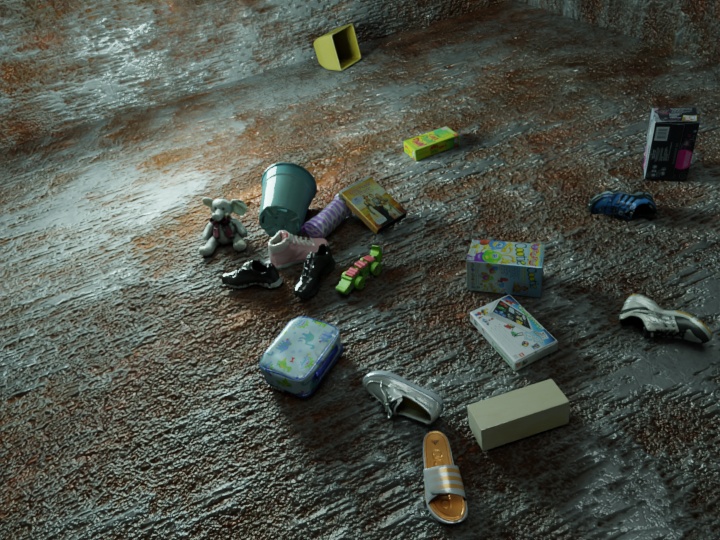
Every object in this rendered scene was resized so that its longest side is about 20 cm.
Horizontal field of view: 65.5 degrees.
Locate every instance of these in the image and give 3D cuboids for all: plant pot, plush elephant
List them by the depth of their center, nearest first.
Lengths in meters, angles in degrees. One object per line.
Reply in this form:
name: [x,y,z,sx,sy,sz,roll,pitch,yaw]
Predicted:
plush elephant: [-0.466,-0.169,1.898,0.162,0.157,0.202,-4,39,8]
plant pot: [-0.258,-0.227,1.906,0.196,0.202,0.198,-3,47,10]
plant pot: [-0.148,-1.241,3.131,0.198,0.197,0.195,12,42,39]

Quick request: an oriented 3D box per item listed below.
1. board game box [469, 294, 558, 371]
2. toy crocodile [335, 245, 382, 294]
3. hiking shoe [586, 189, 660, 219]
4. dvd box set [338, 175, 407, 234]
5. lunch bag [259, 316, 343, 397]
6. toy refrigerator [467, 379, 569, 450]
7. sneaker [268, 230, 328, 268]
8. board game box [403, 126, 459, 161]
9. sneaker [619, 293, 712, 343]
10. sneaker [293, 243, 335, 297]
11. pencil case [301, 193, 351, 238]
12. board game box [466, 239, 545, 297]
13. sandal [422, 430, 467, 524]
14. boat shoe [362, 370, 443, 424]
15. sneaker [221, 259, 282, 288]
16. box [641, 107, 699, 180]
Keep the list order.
board game box: [0.378,0.150,1.395,0.124,0.035,0.201,-22,40,-12]
toy crocodile: [0.000,0.000,1.651,0.067,0.062,0.200,23,50,36]
hiking shoe: [0.791,-0.195,1.689,0.196,0.075,0.087,-5,38,7]
dvd box set: [0.041,-0.223,1.876,0.145,0.030,0.200,-31,65,-30]
lunch bag: [-0.144,0.215,1.404,0.158,0.083,0.201,12,44,28]
toy refrigerator: [0.334,0.307,1.187,0.197,0.071,0.076,-16,31,-7]
sneaker: [-0.199,-0.083,1.770,0.197,0.106,0.076,-18,36,-11]
board game box: [0.282,-0.504,2.217,0.197,0.048,0.102,-22,40,-13]
sneaker: [0.710,0.135,1.317,0.199,0.076,0.088,27,67,42]
sneaker: [-0.146,-0.002,1.668,0.075,0.092,0.201,10,44,21]
pencil case: [-0.107,-0.183,1.885,0.085,0.085,0.200,25,50,23]
board game box: [0.397,-0.008,1.530,0.197,0.106,0.104,6,40,20]
sandal: [0.158,0.399,1.120,0.078,0.060,0.208,-11,38,1]
boat shoe: [0.081,0.294,1.255,0.199,0.076,0.086,20,30,24]
sneaker: [-0.337,0.004,1.705,0.196,0.092,0.067,1,38,15]
box: [0.991,-0.407,1.799,0.130,0.203,0.115,5,39,19]
